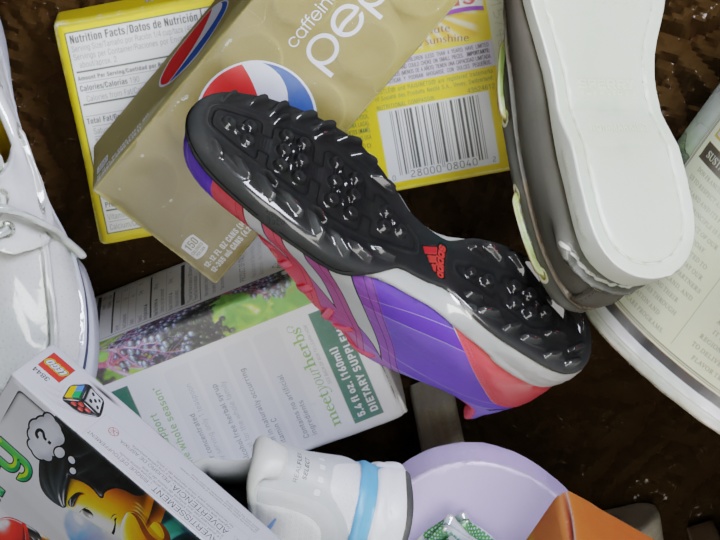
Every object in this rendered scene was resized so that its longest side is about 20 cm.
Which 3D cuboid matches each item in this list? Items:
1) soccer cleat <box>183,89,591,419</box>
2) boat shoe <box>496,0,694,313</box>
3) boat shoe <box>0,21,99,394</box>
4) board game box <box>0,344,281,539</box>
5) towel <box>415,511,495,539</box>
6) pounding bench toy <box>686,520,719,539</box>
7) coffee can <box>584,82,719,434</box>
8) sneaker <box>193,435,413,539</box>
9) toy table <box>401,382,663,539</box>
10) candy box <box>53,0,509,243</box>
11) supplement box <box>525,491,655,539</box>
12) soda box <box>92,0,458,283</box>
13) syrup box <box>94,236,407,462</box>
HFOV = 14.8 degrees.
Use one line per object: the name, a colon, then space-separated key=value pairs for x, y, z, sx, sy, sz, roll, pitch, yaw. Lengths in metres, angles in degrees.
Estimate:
soccer cleat: x=0.000 y=0.000 z=1.121 sx=0.200 sy=0.068 sz=0.073 roll=31 pitch=133 yaw=-25
boat shoe: x=0.087 y=-0.082 z=1.140 sx=0.072 sy=0.060 sz=0.202 roll=4 pitch=68 yaw=-28
boat shoe: x=-0.159 y=-0.031 z=1.128 sx=0.074 sy=0.086 sz=0.202 roll=-13 pitch=86 yaw=6
board game box: x=-0.126 y=0.141 z=1.143 sx=0.126 sy=0.035 sz=0.200 roll=39 pitch=126 yaw=10
towel: x=0.017 y=0.212 z=1.182 sx=0.200 sy=0.031 sz=0.149 roll=-41 pitch=109 yaw=12
pounding bench toy: x=0.234 y=0.190 z=1.222 sx=0.156 sy=0.200 sz=0.124 roll=-18 pitch=112 yaw=2
coffee can: x=0.204 y=-0.032 z=1.163 sx=0.146 sy=0.146 sz=0.200 roll=31 pitch=106 yaw=-15
sneaker: x=-0.067 y=0.119 z=1.174 sx=0.087 sy=0.075 sz=0.200 roll=26 pitch=136 yaw=-25
toy table: x=0.052 y=0.150 z=1.238 sx=0.183 sy=0.117 sz=0.200 roll=0 pitch=112 yaw=-5
candy box: x=-0.024 y=-0.078 z=1.192 sx=0.200 sy=0.026 sz=0.102 roll=-10 pitch=108 yaw=-1
supplement box: x=0.057 y=0.191 z=1.128 sx=0.066 sy=0.069 sz=0.200 roll=28 pitch=113 yaw=-14
soda box: x=-0.023 y=-0.096 z=1.138 sx=0.068 sy=0.064 sz=0.200 roll=37 pitch=102 yaw=-15
syrup box: x=-0.088 y=0.052 z=1.209 sx=0.200 sy=0.081 sz=0.079 roll=-22 pitch=110 yaw=3
